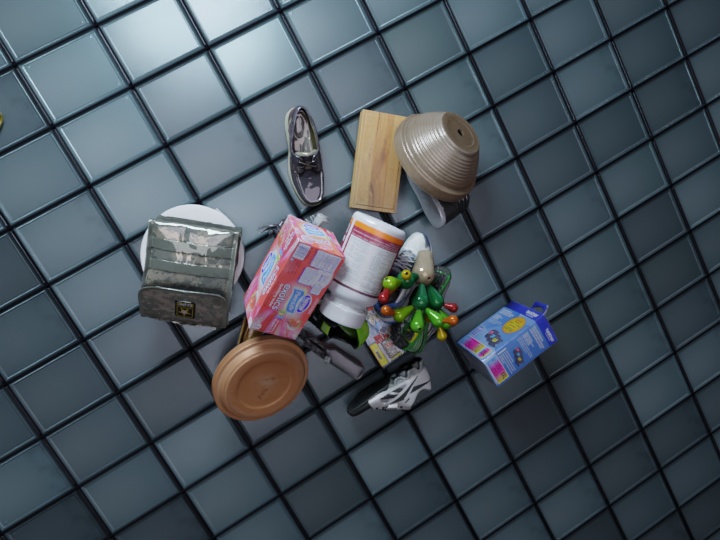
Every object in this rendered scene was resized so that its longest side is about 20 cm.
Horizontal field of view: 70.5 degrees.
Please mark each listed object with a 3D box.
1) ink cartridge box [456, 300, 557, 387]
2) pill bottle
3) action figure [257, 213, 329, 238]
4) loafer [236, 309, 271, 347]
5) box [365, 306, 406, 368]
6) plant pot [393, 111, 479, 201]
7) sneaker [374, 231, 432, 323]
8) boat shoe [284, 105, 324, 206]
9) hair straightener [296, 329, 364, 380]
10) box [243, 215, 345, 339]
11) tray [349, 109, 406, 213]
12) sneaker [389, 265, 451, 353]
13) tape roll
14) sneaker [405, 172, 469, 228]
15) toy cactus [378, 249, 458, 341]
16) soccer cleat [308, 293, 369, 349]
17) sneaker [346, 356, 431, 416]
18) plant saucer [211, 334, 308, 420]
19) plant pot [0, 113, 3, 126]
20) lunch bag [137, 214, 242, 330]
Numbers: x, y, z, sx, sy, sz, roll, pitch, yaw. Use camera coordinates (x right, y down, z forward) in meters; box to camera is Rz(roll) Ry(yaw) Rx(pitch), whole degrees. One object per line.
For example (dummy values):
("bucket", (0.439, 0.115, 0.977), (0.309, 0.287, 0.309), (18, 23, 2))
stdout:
("ink cartridge box", (0.329, 0.146, 1.114), (0.199, 0.136, 0.077), (-34, 105, -6))
("pill bottle", (0.000, 0.000, 0.968), (0.109, 0.110, 0.202), (21, 98, -12))
("action figure", (-0.101, -0.067, 1.025), (0.199, 0.119, 0.103), (27, 91, -24))
("loafer", (-0.203, 0.096, 1.030), (0.072, 0.072, 0.202), (12, 91, 16))
("box", (0.049, 0.090, 1.104), (0.136, 0.038, 0.201), (-33, 100, -8))
("plant pot", (0.172, -0.246, 1.020), (0.199, 0.093, 0.203), (18, 55, -28))
("sneaker", (0.086, 0.008, 1.029), (0.076, 0.085, 0.202), (19, 79, 26))
("boat shoe", (-0.113, -0.232, 1.032), (0.071, 0.065, 0.203), (-9, 97, -12))
("hair straightener", (-0.072, 0.165, 1.068), (0.200, 0.077, 0.041), (40, 89, -11))
("box", (-0.126, 0.016, 0.939), (0.102, 0.095, 0.201), (19, 116, -31))
("tray", (0.037, -0.228, 1.077), (0.097, 0.037, 0.203), (6, 94, -11))
("sneaker", (0.135, 0.080, 1.075), (0.085, 0.078, 0.201), (39, 78, -45))
("tape roll", (-0.333, -0.032, 1.021), (0.200, 0.037, 0.206), (-1, 94, -11))
("sneaker", (0.165, -0.198, 1.095), (0.098, 0.071, 0.202), (-22, 88, -26))
("toy cactus", (0.118, 0.035, 0.964), (0.199, 0.102, 0.167), (26, 59, -26))
("soccer cleat", (-0.074, 0.092, 1.040), (0.198, 0.081, 0.068), (27, 115, 5))
("sneaker", (0.068, 0.277, 1.106), (0.199, 0.074, 0.089), (-29, 98, -7))
("plant saucer", (-0.197, 0.223, 1.026), (0.198, 0.032, 0.202), (-14, 123, -22))
("plant pot", (-0.778, -0.231, 0.847), (0.175, 0.200, 0.202), (23, 90, -1))
("lunch bag", (-0.317, 0.010, 0.953), (0.162, 0.118, 0.202), (9, 99, -12))
